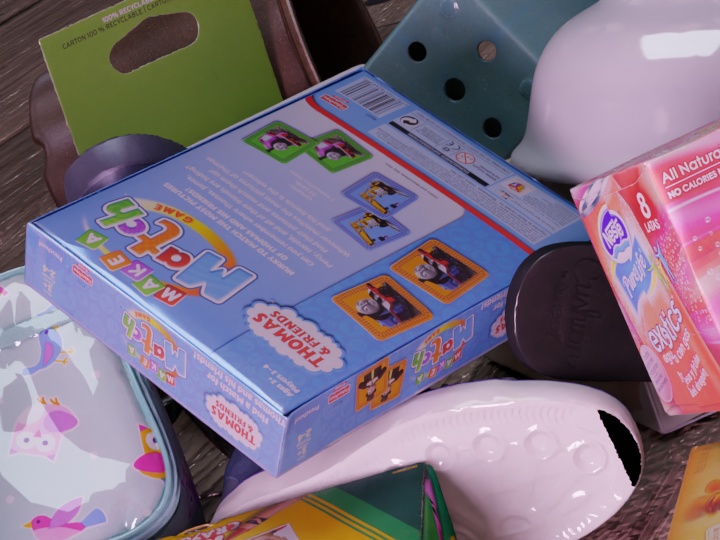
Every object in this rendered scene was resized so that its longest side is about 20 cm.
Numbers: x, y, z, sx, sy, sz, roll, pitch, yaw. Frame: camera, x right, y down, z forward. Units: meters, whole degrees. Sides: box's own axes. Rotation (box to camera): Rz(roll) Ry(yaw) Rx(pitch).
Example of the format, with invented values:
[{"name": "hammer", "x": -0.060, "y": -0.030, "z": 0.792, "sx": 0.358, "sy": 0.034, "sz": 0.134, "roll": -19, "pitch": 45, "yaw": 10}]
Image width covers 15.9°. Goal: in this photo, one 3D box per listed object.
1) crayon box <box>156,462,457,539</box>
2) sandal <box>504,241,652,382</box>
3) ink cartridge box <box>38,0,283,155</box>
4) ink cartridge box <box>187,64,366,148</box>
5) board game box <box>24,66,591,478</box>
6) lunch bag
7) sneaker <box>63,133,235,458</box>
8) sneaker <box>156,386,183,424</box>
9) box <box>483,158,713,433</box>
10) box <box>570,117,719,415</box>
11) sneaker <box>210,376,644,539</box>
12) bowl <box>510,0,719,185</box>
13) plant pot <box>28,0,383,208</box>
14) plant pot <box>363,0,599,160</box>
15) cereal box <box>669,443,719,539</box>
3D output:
[{"name": "crayon box", "x": -0.060, "y": 0.146, "z": 0.992, "sx": 0.198, "sy": 0.059, "sz": 0.119, "roll": -17, "pitch": 15, "yaw": 7}, {"name": "sandal", "x": 0.154, "y": 0.021, "z": 1.063, "sx": 0.198, "sy": 0.076, "sz": 0.045, "roll": -1, "pitch": 7, "yaw": -26}, {"name": "ink cartridge box", "x": -0.077, "y": -0.063, "z": 1.463, "sx": 0.147, "sy": 0.201, "sz": 0.076, "roll": -28, "pitch": 18, "yaw": -30}, {"name": "ink cartridge box", "x": -0.026, "y": -0.003, "z": 1.373, "sx": 0.199, "sy": 0.176, "sz": 0.045, "roll": -28, "pitch": -24, "yaw": -29}, {"name": "board game box", "x": -0.016, "y": -0.006, "z": 1.071, "sx": 0.151, "sy": 0.037, "sz": 0.199, "roll": 35, "pitch": 43, "yaw": 29}, {"name": "lunch bag", "x": -0.180, "y": 0.092, "z": 1.132, "sx": 0.199, "sy": 0.161, "sz": 0.077, "roll": -22, "pitch": -28, "yaw": -3}, {"name": "sneaker", "x": -0.069, "y": 0.020, "z": 1.159, "sx": 0.070, "sy": 0.200, "sz": 0.082, "roll": -24, "pitch": 50, "yaw": 8}, {"name": "sneaker", "x": -0.182, "y": 0.067, "z": 1.240, "sx": 0.198, "sy": 0.078, "sz": 0.085, "roll": -16, "pitch": 11, "yaw": -5}, {"name": "box", "x": 0.116, "y": 0.003, "z": 1.210, "sx": 0.077, "sy": 0.096, "sz": 0.200, "roll": -24, "pitch": 15, "yaw": -16}, {"name": "box", "x": 0.196, "y": -0.031, "z": 0.990, "sx": 0.199, "sy": 0.103, "sz": 0.095, "roll": -24, "pitch": 1, "yaw": -14}, {"name": "sneaker", "x": 0.032, "y": 0.068, "z": 1.106, "sx": 0.199, "sy": 0.081, "sz": 0.147, "roll": -20, "pitch": 18, "yaw": 21}, {"name": "bowl", "x": 0.166, "y": -0.099, "z": 1.196, "sx": 0.199, "sy": 0.091, "sz": 0.201, "roll": -5, "pitch": 11, "yaw": 1}, {"name": "plant pot", "x": -0.090, "y": -0.094, "z": 1.642, "sx": 0.197, "sy": 0.201, "sz": 0.200, "roll": -24, "pitch": 14, "yaw": 16}, {"name": "plant pot", "x": 0.090, "y": -0.117, "z": 1.407, "sx": 0.141, "sy": 0.141, "sz": 0.200, "roll": -49, "pitch": -11, "yaw": 28}, {"name": "cereal box", "x": 0.207, "y": 0.081, "z": 0.896, "sx": 0.198, "sy": 0.040, "sz": 0.144, "roll": -15, "pitch": 13, "yaw": 17}]
